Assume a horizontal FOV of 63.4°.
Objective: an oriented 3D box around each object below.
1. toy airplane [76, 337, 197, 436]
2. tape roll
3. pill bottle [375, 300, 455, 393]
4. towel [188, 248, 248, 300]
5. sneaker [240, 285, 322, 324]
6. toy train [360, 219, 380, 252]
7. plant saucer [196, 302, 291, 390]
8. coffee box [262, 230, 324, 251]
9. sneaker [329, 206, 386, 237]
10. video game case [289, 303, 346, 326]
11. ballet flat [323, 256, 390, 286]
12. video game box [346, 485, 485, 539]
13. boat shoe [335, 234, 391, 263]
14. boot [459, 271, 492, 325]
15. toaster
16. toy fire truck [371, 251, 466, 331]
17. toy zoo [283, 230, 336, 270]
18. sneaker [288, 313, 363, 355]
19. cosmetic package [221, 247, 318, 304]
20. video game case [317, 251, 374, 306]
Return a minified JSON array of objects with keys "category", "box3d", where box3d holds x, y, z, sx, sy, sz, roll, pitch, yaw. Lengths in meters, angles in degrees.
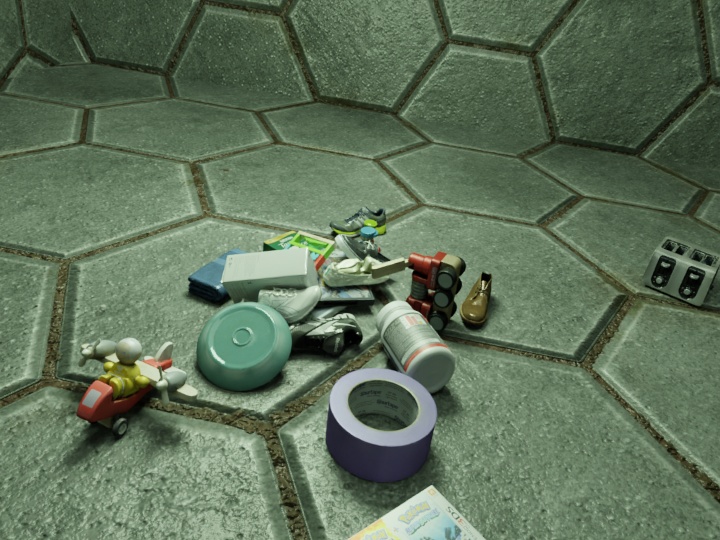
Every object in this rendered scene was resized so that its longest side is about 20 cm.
[{"category":"toy airplane","box3d":[-0.403,0.179,1.051,0.195,0.144,0.200,-5,31,-21]},{"category":"tape roll","box3d":[0.036,0.274,1.058,0.195,0.087,0.201,7,29,-4]},{"category":"pill bottle","box3d":[0.111,0.158,1.248,0.113,0.118,0.201,-4,32,-22]},{"category":"towel","box3d":[-0.333,0.010,1.465,0.109,0.050,0.200,19,30,19]},{"category":"sneaker","box3d":[-0.177,0.074,1.274,0.196,0.089,0.075,-22,18,9]},{"category":"toy train","box3d":[0.022,-0.094,1.671,0.082,0.118,0.201,9,29,1]},{"category":"plant saucer","box3d":[-0.238,0.142,1.184,0.194,0.036,0.204,1,54,-1]},{"category":"coffee box","box3d":[-0.162,-0.040,1.601,0.198,0.045,0.122,29,36,32]},{"category":"sneaker","box3d":[-0.006,-0.157,1.810,0.196,0.083,0.074,-8,32,-27]},{"category":"video game case","box3d":[-0.158,0.081,1.412,0.179,0.024,0.199,25,33,27]},{"category":"ballet flat","box3d":[0.000,0.000,1.450,0.196,0.073,0.072,-8,33,-32]},{"category":"video game box","box3d":[0.095,0.428,0.844,0.197,0.048,0.181,-16,35,-37]},{"category":"boat shoe","box3d":[0.017,-0.046,1.529,0.199,0.068,0.072,37,18,-33]},{"category":"boot","box3d":[0.303,0.068,1.502,0.072,0.077,0.201,17,31,12]},{"category":"toaster","box3d":[0.973,-0.002,1.755,0.179,0.121,0.198,28,34,30]},{"category":"toy fire truck","box3d":[0.133,0.038,1.404,0.196,0.180,0.128,20,31,21]},{"category":"toy zoo","box3d":[-0.164,-0.010,1.442,0.129,0.021,0.201,17,58,37]},{"category":"sneaker","box3d":[-0.077,0.146,1.273,0.196,0.068,0.090,-8,30,-31]},{"category":"cosmetic package","box3d":[-0.201,0.020,1.329,0.195,0.114,0.083,-5,52,11]},{"category":"video game case","box3d":[-0.075,0.017,1.474,0.176,0.026,0.202,1,37,-22]}]
